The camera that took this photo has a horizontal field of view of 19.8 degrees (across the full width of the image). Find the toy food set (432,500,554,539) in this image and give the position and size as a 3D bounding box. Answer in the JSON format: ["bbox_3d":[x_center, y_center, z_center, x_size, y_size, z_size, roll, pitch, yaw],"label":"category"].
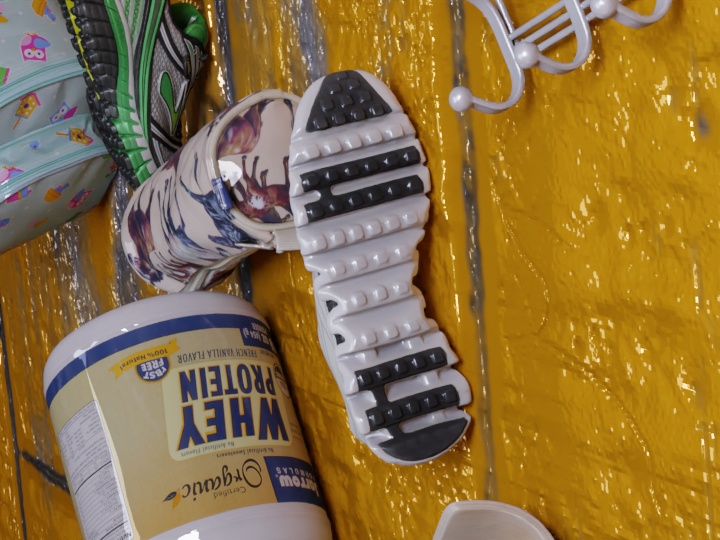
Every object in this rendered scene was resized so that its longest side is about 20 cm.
[{"bbox_3d":[0.076,0.224,0.952,0.201,0.060,0.144,61,150,35],"label":"toy food set"}]

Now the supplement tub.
[{"bbox_3d":[-0.099,0.129,1.225,0.145,0.143,0.201,123,133,-57],"label":"supplement tub"}]

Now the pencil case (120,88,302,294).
[{"bbox_3d":[-0.080,-0.037,1.206,0.200,0.077,0.090,152,122,-65],"label":"pencil case"}]

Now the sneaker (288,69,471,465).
[{"bbox_3d":[0.000,0.000,1.051,0.081,0.075,0.202,162,99,-75],"label":"sneaker"}]

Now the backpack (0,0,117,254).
[{"bbox_3d":[-0.265,-0.103,1.498,0.154,0.175,0.200,52,146,19],"label":"backpack"}]

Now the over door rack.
[{"bbox_3d":[0.054,-0.178,0.861,0.148,0.066,0.202,155,105,-65],"label":"over door rack"}]

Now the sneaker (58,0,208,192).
[{"bbox_3d":[-0.127,-0.116,1.297,0.078,0.085,0.201,-127,20,-48],"label":"sneaker"}]
